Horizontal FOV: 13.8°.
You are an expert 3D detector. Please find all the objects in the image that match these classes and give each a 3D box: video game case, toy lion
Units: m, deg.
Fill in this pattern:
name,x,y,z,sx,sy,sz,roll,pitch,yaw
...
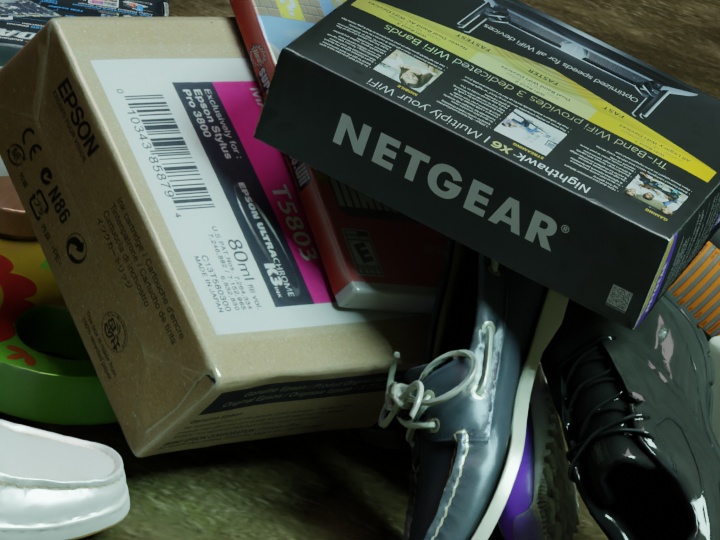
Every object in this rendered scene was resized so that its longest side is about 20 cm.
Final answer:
name,x,y,z,sx,sy,sz,roll,pitch,yaw
video game case,0.014,-0.068,1.450,0.143,0.017,0.200,4,56,-43
toy lion,-0.186,0.024,1.445,0.200,0.069,0.192,26,28,30

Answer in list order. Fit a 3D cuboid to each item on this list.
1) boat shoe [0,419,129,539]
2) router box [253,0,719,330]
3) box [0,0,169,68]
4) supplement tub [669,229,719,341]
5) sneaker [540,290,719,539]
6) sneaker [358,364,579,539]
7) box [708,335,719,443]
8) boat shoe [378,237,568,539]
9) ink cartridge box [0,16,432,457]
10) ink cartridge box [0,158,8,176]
name,x,y,z,sx,sy,sz,roll,pitch,yaw
boat shoe,-0.189,0.072,1.274,0.199,0.070,0.071,7,18,-24
router box,0.074,-0.065,1.378,0.200,0.052,0.157,28,31,13
box,-0.208,-0.131,1.680,0.199,0.046,0.159,7,20,-7
supplement tub,0.202,0.005,1.576,0.200,0.123,0.123,41,15,-11
sneaker,0.126,0.071,1.373,0.091,0.076,0.200,12,44,-54
sneaker,0.048,0.076,1.462,0.099,0.070,0.200,-14,35,3
box,0.262,0.116,1.427,0.128,0.109,0.200,-3,25,-41
boat shoe,0.046,0.054,1.350,0.062,0.200,0.075,26,-23,-17
ink cartridge box,-0.068,-0.021,1.404,0.165,0.075,0.200,-7,63,-46
ink cartridge box,-0.134,-0.059,1.702,0.199,0.068,0.116,6,20,-24
